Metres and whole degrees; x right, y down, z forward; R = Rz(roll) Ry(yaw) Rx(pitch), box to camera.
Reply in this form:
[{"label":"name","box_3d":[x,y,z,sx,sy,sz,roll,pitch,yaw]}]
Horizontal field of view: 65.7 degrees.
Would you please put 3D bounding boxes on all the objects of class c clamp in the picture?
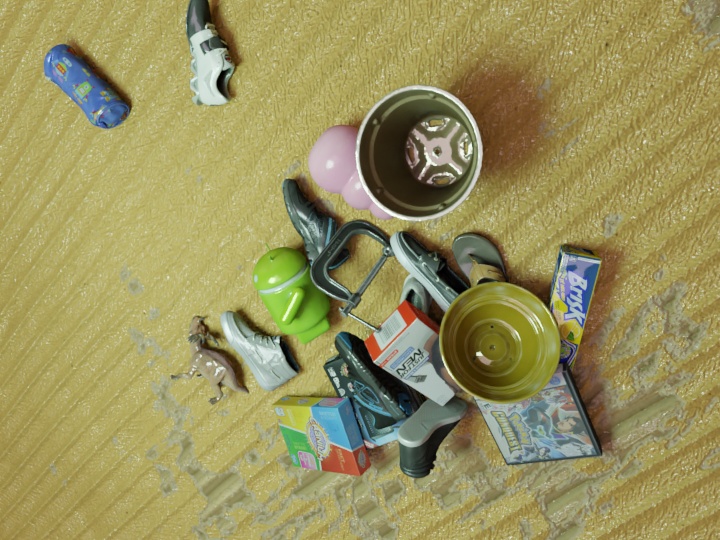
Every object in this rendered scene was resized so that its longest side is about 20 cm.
[{"label":"c clamp","box_3d":[0.000,0.000,1.033,0.169,0.201,0.027,24,152,11]}]

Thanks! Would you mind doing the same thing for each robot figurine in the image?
[{"label":"robot figurine","box_3d":[-0.134,0.043,1.093,0.115,0.176,0.202,-29,114,-6]}]

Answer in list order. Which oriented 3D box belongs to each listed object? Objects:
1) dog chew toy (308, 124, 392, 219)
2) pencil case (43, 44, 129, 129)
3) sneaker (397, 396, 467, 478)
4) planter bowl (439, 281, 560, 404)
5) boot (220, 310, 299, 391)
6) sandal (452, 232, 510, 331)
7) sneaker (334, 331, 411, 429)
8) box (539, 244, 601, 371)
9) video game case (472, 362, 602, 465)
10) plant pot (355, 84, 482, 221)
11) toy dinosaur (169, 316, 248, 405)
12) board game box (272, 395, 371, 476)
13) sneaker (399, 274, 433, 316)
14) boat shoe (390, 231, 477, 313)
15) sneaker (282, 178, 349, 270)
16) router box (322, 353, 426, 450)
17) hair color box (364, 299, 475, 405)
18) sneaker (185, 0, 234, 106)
[{"label":"dog chew toy","box_3d":[0.002,-0.169,1.012,0.199,0.125,0.125,40,112,-2]},{"label":"pencil case","box_3d":[-0.589,-0.388,1.189,0.200,0.078,0.087,44,83,6]},{"label":"sneaker","box_3d":[0.132,0.309,1.040,0.070,0.199,0.101,20,116,35]},{"label":"planter bowl","box_3d":[0.232,0.128,0.958,0.197,0.084,0.203,-1,74,4]},{"label":"boot","box_3d":[-0.209,0.155,1.193,0.095,0.074,0.201,-30,100,17]},{"label":"sandal","box_3d":[0.227,0.026,1.007,0.081,0.055,0.202,-18,96,22]},{"label":"sneaker","box_3d":[0.006,0.208,1.043,0.082,0.073,0.201,-37,88,23]},{"label":"box","box_3d":[0.355,0.063,0.961,0.063,0.070,0.203,11,106,13]},{"label":"video game case","box_3d":[0.316,0.266,1.010,0.179,0.026,0.202,-17,112,29]},{"label":"plant pot","box_3d":[0.114,-0.196,0.926,0.198,0.183,0.204,5,105,19]},{"label":"toy dinosaur","box_3d":[-0.327,0.204,1.237,0.199,0.086,0.136,33,104,4]},{"label":"board game box","box_3d":[-0.084,0.341,1.164,0.198,0.040,0.155,-10,103,41]},{"label":"sneaker","box_3d":[0.097,0.109,1.053,0.075,0.092,0.203,1,103,20]},{"label":"boat shoe","box_3d":[0.136,-0.002,1.017,0.201,0.068,0.057,50,127,8]},{"label":"sneaker","box_3d":[-0.091,-0.093,1.097,0.081,0.073,0.202,-25,91,-3]},{"label":"router box","box_3d":[0.036,0.242,1.122,0.149,0.062,0.202,-27,92,22]},{"label":"hair color box","box_3d":[0.116,0.153,1.007,0.111,0.064,0.199,-46,125,11]},{"label":"sneaker","box_3d":[-0.282,-0.423,1.078,0.087,0.074,0.203,8,115,18]}]
